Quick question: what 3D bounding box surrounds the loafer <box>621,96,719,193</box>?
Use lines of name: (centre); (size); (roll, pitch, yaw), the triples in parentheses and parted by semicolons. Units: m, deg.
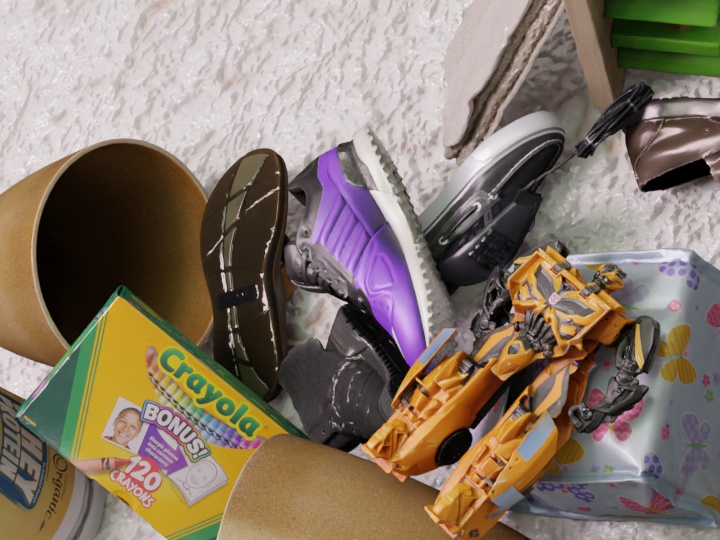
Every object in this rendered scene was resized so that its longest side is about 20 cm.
loafer: (0.275, -0.084, 1.619); (0.200, 0.073, 0.071); (-4, 77, 36)

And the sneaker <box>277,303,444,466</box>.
sneaker: (0.004, 0.101, 1.675); (0.104, 0.060, 0.200); (-64, 38, 26)

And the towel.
towel: (0.106, -0.182, 1.700); (0.133, 0.034, 0.200); (-87, 20, -48)

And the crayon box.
crayon box: (-0.137, 0.120, 1.713); (0.200, 0.058, 0.119); (39, 93, -6)

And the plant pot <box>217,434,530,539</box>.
plant pot: (0.024, 0.219, 1.574); (0.200, 0.186, 0.187); (9, 73, 20)

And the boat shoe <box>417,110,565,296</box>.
boat shoe: (0.084, -0.029, 1.711); (0.200, 0.070, 0.066); (-42, 61, 10)

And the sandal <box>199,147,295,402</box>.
sandal: (-0.076, 0.007, 1.808); (0.082, 0.055, 0.200); (-13, 77, 34)

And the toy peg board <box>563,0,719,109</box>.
toy peg board: (0.219, -0.238, 1.651); (0.098, 0.200, 0.199); (8, 72, 15)

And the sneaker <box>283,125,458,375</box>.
sneaker: (0.000, 0.000, 1.670); (0.099, 0.070, 0.200); (-25, 59, 9)

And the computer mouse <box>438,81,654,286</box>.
computer mouse: (0.134, -0.056, 1.643); (0.200, 0.059, 0.034); (-42, 96, 12)

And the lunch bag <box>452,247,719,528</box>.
lunch bag: (0.151, 0.080, 1.584); (0.200, 0.127, 0.170); (-2, 67, 44)

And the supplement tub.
supplement tub: (-0.302, 0.156, 1.785); (0.144, 0.200, 0.145); (-13, 63, 27)

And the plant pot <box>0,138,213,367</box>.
plant pot: (-0.240, -0.003, 1.849); (0.200, 0.186, 0.187); (-5, 66, 47)

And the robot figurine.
robot figurine: (0.099, 0.072, 1.505); (0.200, 0.058, 0.145); (-51, 54, 3)
